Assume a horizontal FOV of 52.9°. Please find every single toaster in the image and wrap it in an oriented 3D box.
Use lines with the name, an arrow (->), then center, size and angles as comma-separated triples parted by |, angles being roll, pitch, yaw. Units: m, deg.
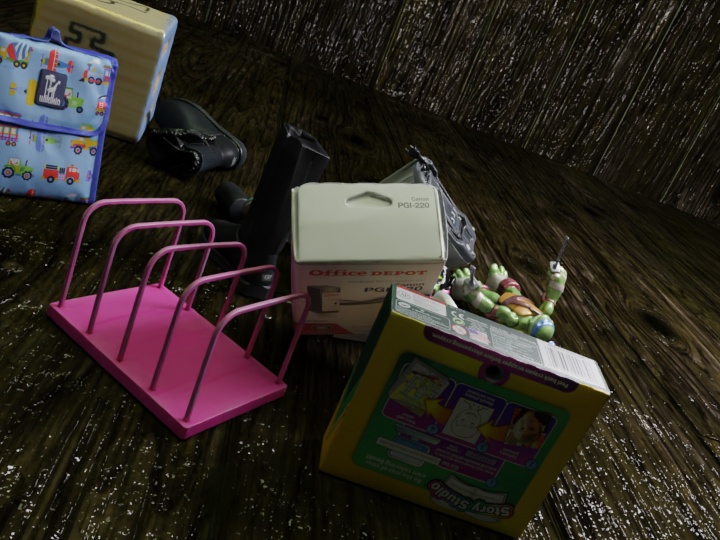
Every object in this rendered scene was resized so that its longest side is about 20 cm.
toaster -> 0.079, -0.075, 1.092 | 0.201, 0.128, 0.114 | 53, 24, -22

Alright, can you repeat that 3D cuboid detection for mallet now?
mallet -> -0.128, -0.089, 1.127 | 0.199, 0.041, 0.066 | 14, 22, -32

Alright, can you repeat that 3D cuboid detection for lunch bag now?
lunch bag -> -0.390, -0.197, 0.883 | 0.150, 0.201, 0.094 | 3, 28, -40

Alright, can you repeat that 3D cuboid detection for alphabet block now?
alphabet block -> -0.437, -0.358, 1.221 | 0.198, 0.198, 0.196 | 17, 21, -15

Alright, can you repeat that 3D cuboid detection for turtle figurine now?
turtle figurine -> 0.216, 0.013, 1.049 | 0.201, 0.144, 0.194 | 55, -10, -22

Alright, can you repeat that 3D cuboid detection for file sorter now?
file sorter -> -0.165, 0.030, 0.681 | 0.199, 0.126, 0.139 | 33, 23, 25

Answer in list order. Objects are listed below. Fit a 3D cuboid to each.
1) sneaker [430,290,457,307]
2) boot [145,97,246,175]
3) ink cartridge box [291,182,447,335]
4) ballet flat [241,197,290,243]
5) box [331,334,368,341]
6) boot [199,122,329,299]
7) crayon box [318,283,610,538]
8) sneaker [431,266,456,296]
sneaker -> 0.065, 0.092, 0.779 | 0.075, 0.088, 0.200 | 55, -9, 28
boot -> -0.305, -0.229, 1.213 | 0.199, 0.077, 0.168 | 35, 20, 12
ink cartridge box -> 0.000, -0.004, 0.746 | 0.144, 0.200, 0.086 | -1, 64, -5
ballet flat -> -0.087, -0.073, 1.094 | 0.199, 0.068, 0.068 | -1, 62, -44
box -> 0.000, 0.000, 0.946 | 0.116, 0.060, 0.201 | 10, 40, -30
boot -> -0.124, -0.092, 0.904 | 0.065, 0.201, 0.165 | 2, 29, -42
crayon box -> 0.085, 0.128, 0.639 | 0.198, 0.174, 0.058 | 21, 24, -6
sneaker -> 0.092, 0.037, 0.979 | 0.073, 0.088, 0.200 | 17, 22, -15
